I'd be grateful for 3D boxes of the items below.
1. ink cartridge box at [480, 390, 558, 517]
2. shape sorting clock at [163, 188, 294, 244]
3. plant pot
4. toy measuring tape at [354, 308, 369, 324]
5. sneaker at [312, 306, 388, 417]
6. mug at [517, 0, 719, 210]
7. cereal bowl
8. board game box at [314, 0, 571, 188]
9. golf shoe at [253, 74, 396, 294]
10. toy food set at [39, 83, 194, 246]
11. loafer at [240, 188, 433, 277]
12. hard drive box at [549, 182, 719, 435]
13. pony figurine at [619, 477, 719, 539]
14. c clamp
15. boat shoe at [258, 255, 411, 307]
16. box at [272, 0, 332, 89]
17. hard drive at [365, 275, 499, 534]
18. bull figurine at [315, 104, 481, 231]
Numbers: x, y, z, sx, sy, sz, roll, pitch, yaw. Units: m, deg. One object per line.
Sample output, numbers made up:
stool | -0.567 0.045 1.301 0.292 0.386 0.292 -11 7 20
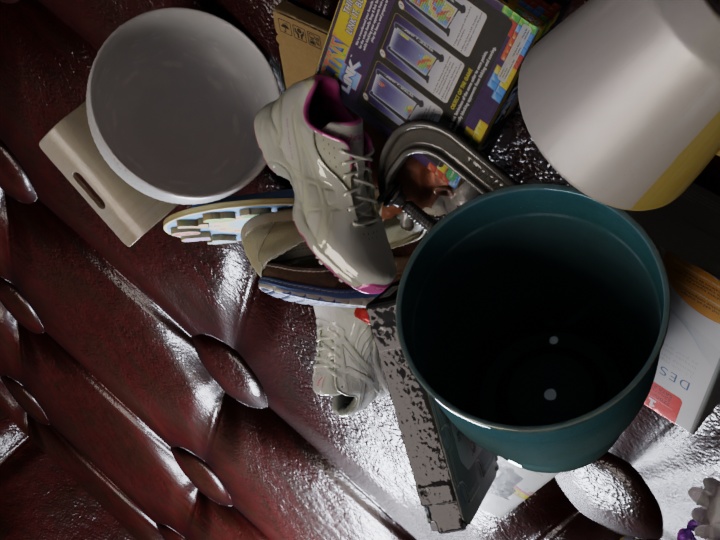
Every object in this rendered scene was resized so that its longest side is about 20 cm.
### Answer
ink cartridge box | 0.160 0.141 1.228 0.082 0.146 0.200 25 151 -1
shape sorting clock | -0.113 -0.051 1.340 0.200 0.199 0.040 -23 74 60
plant pot | 0.144 0.065 0.976 0.199 0.200 0.188 30 163 27
toy measuring tape | -0.003 0.014 1.331 0.199 0.074 0.073 30 161 -31
sneaker | -0.023 0.101 1.480 0.078 0.099 0.201 16 140 42
mug | 0.222 -0.144 0.836 0.153 0.186 0.150 -49 53 53
cereal bowl | -0.183 -0.159 1.260 0.200 0.200 0.083 47 155 -3
board game box | 0.060 -0.187 1.017 0.165 0.057 0.200 40 144 10
golf shoe | -0.019 -0.077 1.066 0.091 0.075 0.201 -39 76 41
toy food set | -0.219 -0.142 1.324 0.144 0.200 0.060 49 157 -6
loafer | -0.022 -0.028 1.249 0.199 0.069 0.076 -12 147 9
hard drive box | 0.252 0.020 1.033 0.155 0.077 0.201 33 149 24
pony figurine | 0.351 0.301 1.218 0.192 0.168 0.200 23 160 -31
c clamp | 0.085 -0.036 1.073 0.200 0.027 0.171 43 143 -6
boat shoe | 0.000 0.000 1.192 0.072 0.199 0.073 175 99 -72
box | 0.004 -0.157 1.191 0.199 0.021 0.164 29 148 28
hard drive | 0.066 0.104 1.054 0.038 0.140 0.201 -12 98 21
bull figurine | 0.027 -0.094 1.139 0.200 0.065 0.122 43 136 5
